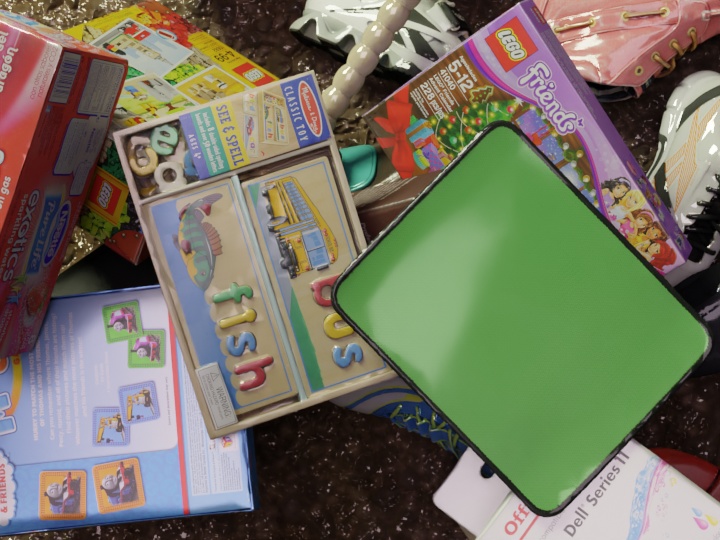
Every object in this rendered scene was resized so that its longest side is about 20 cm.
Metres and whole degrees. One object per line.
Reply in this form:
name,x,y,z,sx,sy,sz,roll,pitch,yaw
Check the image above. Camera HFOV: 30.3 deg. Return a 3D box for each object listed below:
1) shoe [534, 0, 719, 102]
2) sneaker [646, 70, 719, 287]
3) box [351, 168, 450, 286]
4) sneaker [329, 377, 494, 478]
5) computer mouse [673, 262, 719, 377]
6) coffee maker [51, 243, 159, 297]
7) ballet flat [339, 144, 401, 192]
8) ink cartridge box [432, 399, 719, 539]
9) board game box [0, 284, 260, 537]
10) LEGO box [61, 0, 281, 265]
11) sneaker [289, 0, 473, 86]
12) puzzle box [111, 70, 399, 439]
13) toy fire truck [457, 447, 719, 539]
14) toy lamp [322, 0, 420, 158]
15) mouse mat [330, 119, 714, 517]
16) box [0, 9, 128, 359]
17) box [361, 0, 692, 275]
shoe,0.223,-0.172,0.984,0.198,0.071,0.092,3,84,12
sneaker,0.238,-0.051,0.949,0.073,0.080,0.202,19,86,-25
box,0.000,0.000,0.915,0.199,0.075,0.101,-10,108,44
sneaker,0.066,0.094,0.939,0.198,0.076,0.105,-3,38,5
computer mouse,0.277,-0.008,0.918,0.199,0.046,0.141,-28,119,-7
coffee maker,-0.197,0.046,0.965,0.199,0.135,0.193,-32,80,1
ballet flat,0.027,-0.062,0.984,0.199,0.067,0.068,-15,36,25
ink cartridge box,0.151,0.164,0.845,0.199,0.067,0.117,36,87,12
board game box,-0.172,0.091,0.870,0.198,0.037,0.153,-6,81,2
LEGO box,-0.154,-0.106,0.945,0.148,0.200,0.078,32,122,9
sneaker,0.051,-0.178,0.998,0.199,0.074,0.089,27,87,9
puzzle box,-0.062,-0.010,0.830,0.132,0.025,0.202,-19,96,-8
toy fire truck,0.165,0.187,0.926,0.199,0.129,0.177,36,87,-1
toy lamp,-0.006,-0.140,0.947,0.058,0.058,0.201,35,103,9
mouse mat,0.100,0.029,0.817,0.161,0.008,0.200,-45,92,-4
box,-0.228,-0.053,0.806,0.094,0.103,0.201,23,99,11
box,0.110,-0.059,0.895,0.136,0.039,0.201,-33,92,26
